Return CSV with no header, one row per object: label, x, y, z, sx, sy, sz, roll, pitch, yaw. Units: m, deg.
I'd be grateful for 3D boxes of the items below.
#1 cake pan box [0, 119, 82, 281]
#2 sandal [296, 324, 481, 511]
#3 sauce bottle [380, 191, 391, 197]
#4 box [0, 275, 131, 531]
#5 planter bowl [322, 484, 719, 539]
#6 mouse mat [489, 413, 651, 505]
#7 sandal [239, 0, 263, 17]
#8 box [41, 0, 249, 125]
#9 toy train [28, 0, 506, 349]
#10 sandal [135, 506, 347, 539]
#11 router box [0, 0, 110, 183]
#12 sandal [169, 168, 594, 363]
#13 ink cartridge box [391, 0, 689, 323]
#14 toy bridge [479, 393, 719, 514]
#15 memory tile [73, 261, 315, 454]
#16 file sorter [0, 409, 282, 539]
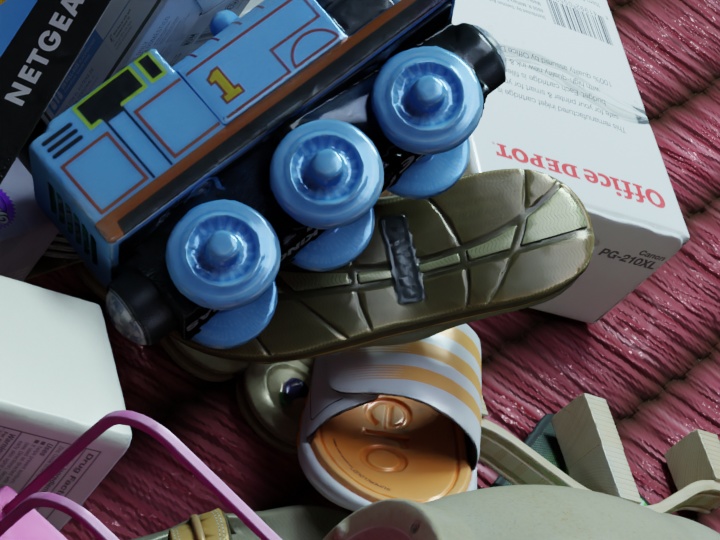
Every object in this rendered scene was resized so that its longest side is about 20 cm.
cake pan box,-0.165,-0.083,1.321,0.184,0.052,0.200,-19,66,-47
sandal,0.015,0.032,1.335,0.079,0.059,0.207,6,35,-4
sauce bottle,-0.017,-0.056,1.406,0.065,0.065,0.200,31,26,-19
box,-0.198,0.043,1.140,0.200,0.095,0.078,19,37,-34
planter bowl,0.045,0.166,1.163,0.135,0.200,0.200,28,39,-29
mouse mat,0.116,0.158,1.393,0.161,0.008,0.200,45,29,0
sandal,-0.058,-0.100,1.347,0.082,0.050,0.203,-31,61,-33
box,-0.137,-0.165,1.294,0.060,0.117,0.200,-18,66,-46
toy train,-0.037,-0.055,1.228,0.200,0.087,0.114,-38,79,-13
sandal,-0.052,0.131,1.221,0.200,0.054,0.080,-16,67,-50
router box,-0.204,-0.074,1.160,0.149,0.200,0.051,24,19,-25
sandal,0.000,0.000,1.288,0.200,0.054,0.080,-7,74,-6
ink cartridge box,0.068,-0.084,1.531,0.145,0.084,0.200,14,46,-35
toy bridge,0.113,0.094,1.436,0.200,0.027,0.067,18,42,-40
memory tile,-0.036,0.016,1.391,0.200,0.017,0.153,41,37,-7
file sorter,-0.114,0.166,1.041,0.139,0.125,0.200,44,52,-3
